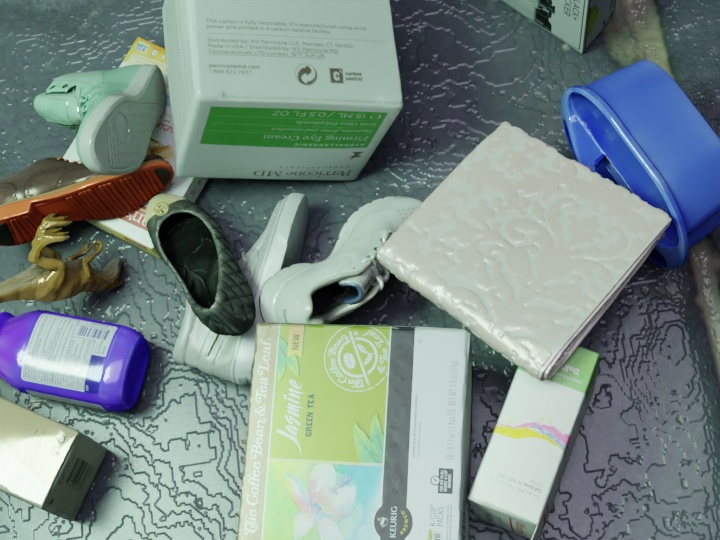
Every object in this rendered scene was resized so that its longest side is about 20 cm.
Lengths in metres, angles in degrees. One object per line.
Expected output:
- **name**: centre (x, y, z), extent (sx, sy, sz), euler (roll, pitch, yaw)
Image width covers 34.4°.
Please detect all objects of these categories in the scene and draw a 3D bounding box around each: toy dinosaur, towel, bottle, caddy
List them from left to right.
- **toy dinosaur**: centre (-0.306, 0.008, 1.118), extent (0.199, 0.107, 0.060), euler (-13, 30, -39)
- **bottle**: centre (-0.312, 0.083, 1.150), extent (0.198, 0.065, 0.084), euler (9, 68, 10)
- **towel**: centre (0.145, -0.024, 1.046), extent (0.199, 0.032, 0.191), euler (36, 73, 29)
- **caddy**: centre (0.263, -0.097, 1.099), extent (0.104, 0.142, 0.201), euler (-30, 70, -7)

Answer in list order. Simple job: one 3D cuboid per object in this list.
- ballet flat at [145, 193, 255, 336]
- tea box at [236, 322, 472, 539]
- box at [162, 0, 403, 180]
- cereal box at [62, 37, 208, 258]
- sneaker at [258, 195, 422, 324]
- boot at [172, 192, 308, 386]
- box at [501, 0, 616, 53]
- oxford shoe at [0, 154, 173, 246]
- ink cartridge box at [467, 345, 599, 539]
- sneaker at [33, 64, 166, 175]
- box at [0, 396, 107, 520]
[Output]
- **ballet flat**: centre (-0.156, -0.016, 1.110), extent (0.066, 0.057, 0.200), euler (-39, 51, 0)
- **tea box**: centre (0.002, 0.162, 1.049), extent (0.195, 0.134, 0.202), euler (0, 72, 8)
- **box**: centre (-0.083, -0.211, 1.133), extent (0.197, 0.171, 0.202), euler (-1, 71, -17)
- **cereal box**: centre (-0.222, -0.131, 1.222), extent (0.143, 0.040, 0.201), euler (25, 77, 14)
- **sneaker**: centre (0.000, 0.000, 1.108), extent (0.200, 0.075, 0.087), euler (-41, 26, -22)
- **boot**: centre (-0.120, 0.008, 1.148), extent (0.095, 0.074, 0.202), euler (14, 71, 12)
- **box**: centre (0.170, -0.323, 1.197), extent (0.199, 0.117, 0.060), euler (37, 80, 16)
- **oxford shoe**: centre (-0.286, -0.090, 1.163), extent (0.198, 0.071, 0.073), euler (-15, 63, 0)
- **ink cartridge box**: centre (0.148, 0.169, 1.037), extent (0.067, 0.117, 0.201), euler (19, 74, 15)
- **sneaker**: centre (-0.268, -0.142, 1.134), extent (0.117, 0.074, 0.201), euler (-4, 27, 9)
- **box**: centre (-0.356, 0.161, 1.116), extent (0.198, 0.095, 0.078), euler (21, 74, 12)
